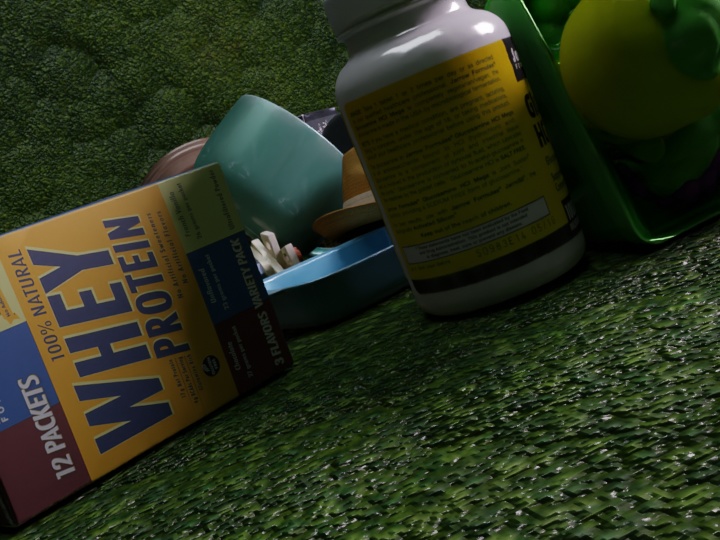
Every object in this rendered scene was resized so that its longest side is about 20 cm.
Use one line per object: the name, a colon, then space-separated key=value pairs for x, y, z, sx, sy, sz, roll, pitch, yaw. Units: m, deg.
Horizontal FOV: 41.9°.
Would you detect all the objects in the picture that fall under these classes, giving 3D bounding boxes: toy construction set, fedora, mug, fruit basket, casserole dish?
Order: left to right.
toy construction set: x=-0.154 y=0.006 z=0.860 sx=0.199 sy=0.092 sz=0.131 roll=-11 pitch=-23 yaw=-16
mug: x=-0.079 y=-0.074 z=0.942 sx=0.115 sy=0.185 sz=0.152 roll=-54 pitch=-5 yaw=-10
casserole dish: x=0.000 y=0.000 z=0.735 sx=0.200 sy=0.039 sz=0.121 roll=-25 pitch=9 yaw=-36
fedora: x=0.048 y=-0.084 z=0.868 sx=0.200 sy=0.082 sz=0.201 roll=-12 pitch=-6 yaw=-1
fruit basket: x=0.169 y=-0.124 z=0.557 sx=0.155 sy=0.216 sz=0.215 roll=-23 pitch=9 yaw=-25

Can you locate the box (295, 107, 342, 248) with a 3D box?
box: x=-0.042 y=-0.110 z=1.127 sx=0.046 sy=0.159 sz=0.200 roll=-17 pitch=8 yaw=12

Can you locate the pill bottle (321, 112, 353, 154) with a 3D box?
pill bottle: x=0.043 y=-0.134 z=1.086 sx=0.112 sy=0.112 sz=0.200 roll=-15 pitch=-5 yaw=33

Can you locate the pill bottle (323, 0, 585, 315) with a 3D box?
pill bottle: x=0.053 y=-0.084 z=0.571 sx=0.112 sy=0.200 sz=0.112 roll=-22 pitch=9 yaw=4

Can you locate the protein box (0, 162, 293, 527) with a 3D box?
protein box: x=-0.192 y=0.043 z=0.572 sx=0.200 sy=0.135 sz=0.198 roll=-12 pitch=11 yaw=45

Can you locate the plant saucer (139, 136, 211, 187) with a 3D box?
plant saucer: x=-0.186 y=-0.072 z=1.191 sx=0.200 sy=0.200 sz=0.029 roll=-22 pitch=37 yaw=-14
